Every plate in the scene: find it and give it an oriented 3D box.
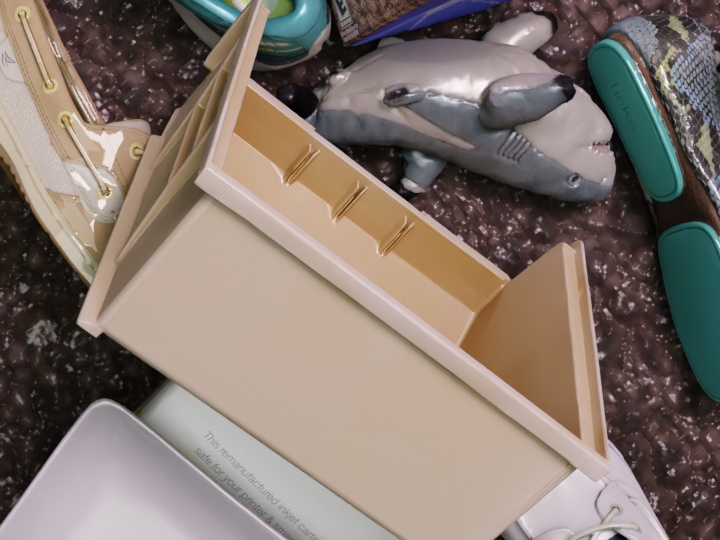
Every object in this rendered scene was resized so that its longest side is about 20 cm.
[{"bbox_3d":[-0.097,0.191,0.725,0.200,0.032,0.200,38,89,-5],"label":"plate"}]

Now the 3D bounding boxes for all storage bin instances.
[{"bbox_3d":[0.000,0.000,0.707,0.199,0.199,0.094,36,117,-16],"label":"storage bin"}]

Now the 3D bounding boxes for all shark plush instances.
[{"bbox_3d":[0.028,-0.065,0.798,0.198,0.091,0.084,-8,122,-9],"label":"shark plush"}]

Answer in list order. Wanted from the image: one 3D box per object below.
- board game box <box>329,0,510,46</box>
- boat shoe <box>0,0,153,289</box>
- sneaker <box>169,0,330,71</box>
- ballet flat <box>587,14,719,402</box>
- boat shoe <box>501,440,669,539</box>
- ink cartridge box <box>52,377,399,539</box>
[{"bbox_3d":[0.031,-0.223,0.734,0.096,0.159,0.202,-18,92,-20],"label":"board game box"},{"bbox_3d":[-0.129,-0.051,0.778,0.066,0.074,0.201,-36,94,2],"label":"boat shoe"},{"bbox_3d":[-0.095,-0.173,0.775,0.199,0.080,0.078,34,89,-4],"label":"sneaker"},{"bbox_3d":[0.179,-0.035,0.811,0.074,0.074,0.201,-19,96,-4],"label":"ballet flat"},{"bbox_3d":[0.126,0.139,0.808,0.073,0.067,0.200,-42,94,-3],"label":"boat shoe"},{"bbox_3d":[-0.066,0.127,0.782,0.145,0.083,0.200,44,89,-5],"label":"ink cartridge box"}]
